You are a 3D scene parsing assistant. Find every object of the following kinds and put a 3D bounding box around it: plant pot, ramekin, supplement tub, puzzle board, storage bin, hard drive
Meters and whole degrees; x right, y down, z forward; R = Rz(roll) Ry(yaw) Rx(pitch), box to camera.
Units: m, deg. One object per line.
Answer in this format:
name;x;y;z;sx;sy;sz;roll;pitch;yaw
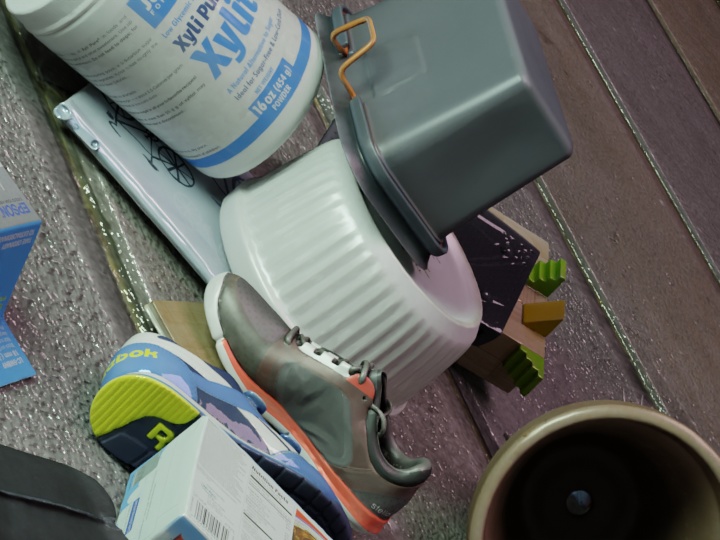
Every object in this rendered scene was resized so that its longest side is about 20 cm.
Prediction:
plant pot;0.170;0.183;1.765;0.201;0.200;0.175;50;3;-6
ramekin;0.000;0.000;1.722;0.200;0.105;0.201;48;20;-23
supplement tub;-0.133;-0.169;1.678;0.200;0.132;0.132;39;24;-31
puzzle board;-0.060;0.090;1.629;0.151;0.017;0.200;60;22;16
storage bin;0.058;-0.129;1.679;0.146;0.134;0.201;52;16;-37
hard drive;0.038;-0.029;1.908;0.199;0.042;0.135;34;38;-3

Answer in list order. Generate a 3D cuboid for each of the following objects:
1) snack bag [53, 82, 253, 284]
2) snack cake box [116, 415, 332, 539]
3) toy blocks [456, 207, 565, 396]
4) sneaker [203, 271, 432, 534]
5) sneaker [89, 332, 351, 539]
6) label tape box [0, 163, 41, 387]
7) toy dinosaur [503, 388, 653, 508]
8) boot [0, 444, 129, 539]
snack bag;-0.130;-0.067;1.731;0.189;0.021;0.200;49;20;-7
snack cake box;-0.052;0.194;1.396;0.200;0.067;0.115;47;19;-16
toy blocks;0.087;0.005;2.004;0.136;0.100;0.201;31;35;-17
sneaker;-0.023;0.074;1.594;0.201;0.082;0.077;53;20;-2
sneaker;-0.079;0.109;1.473;0.200;0.074;0.082;44;19;-25
label tape box;-0.248;-0.030;1.345;0.201;0.063;0.144;54;21;6
toy dinosaur;0.216;0.169;1.949;0.200;0.105;0.182;48;15;-15
boot;-0.205;0.090;1.233;0.199;0.065;0.166;23;43;-48
